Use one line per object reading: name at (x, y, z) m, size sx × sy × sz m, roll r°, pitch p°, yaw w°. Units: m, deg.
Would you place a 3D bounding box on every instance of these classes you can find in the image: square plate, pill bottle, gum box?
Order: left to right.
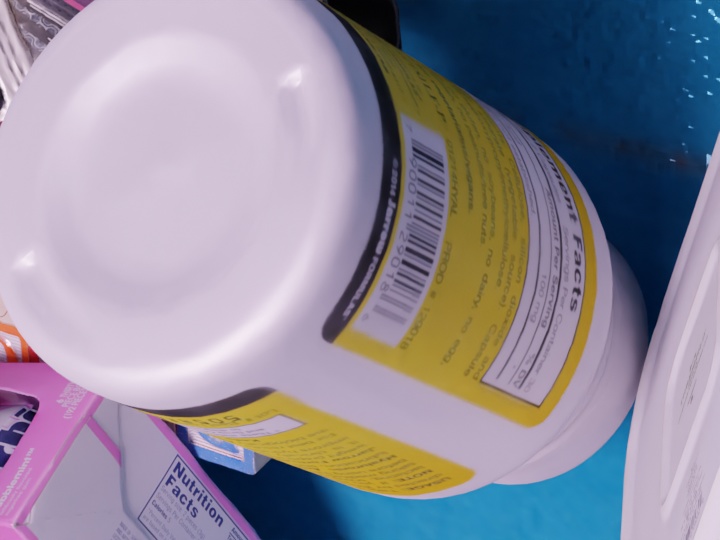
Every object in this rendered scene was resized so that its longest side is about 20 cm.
gum box at (-0.086, 0.111, 0.959) m, size 0.113 × 0.066 × 0.200 m, roll -1°, pitch 137°, yaw 42°
pill bottle at (0.000, 0.000, 0.783) m, size 0.111 × 0.200 × 0.112 m, roll -9°, pitch 71°, yaw 28°
square plate at (0.096, 0.028, 0.741) m, size 0.028 × 0.199 × 0.201 m, roll 13°, pitch 128°, yaw -1°

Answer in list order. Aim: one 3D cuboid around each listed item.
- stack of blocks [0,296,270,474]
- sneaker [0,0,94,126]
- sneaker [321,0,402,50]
stack of blocks at (-0.105, -0.022, 0.942) m, size 0.199 × 0.059 × 0.116 m, roll 17°, pitch 127°, yaw 27°
sneaker at (-0.112, -0.110, 0.821) m, size 0.201 × 0.074 × 0.081 m, roll 61°, pitch 170°, yaw 12°
sneaker at (-0.086, -0.096, 0.883) m, size 0.199 × 0.060 × 0.105 m, roll -4°, pitch 110°, yaw 34°
